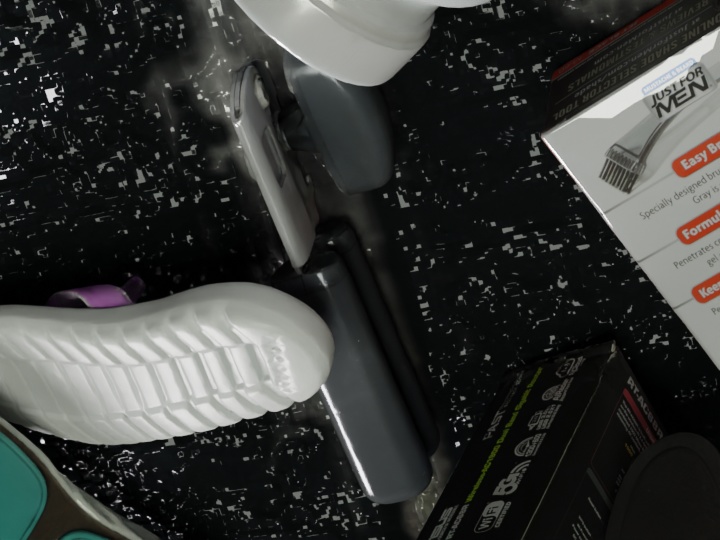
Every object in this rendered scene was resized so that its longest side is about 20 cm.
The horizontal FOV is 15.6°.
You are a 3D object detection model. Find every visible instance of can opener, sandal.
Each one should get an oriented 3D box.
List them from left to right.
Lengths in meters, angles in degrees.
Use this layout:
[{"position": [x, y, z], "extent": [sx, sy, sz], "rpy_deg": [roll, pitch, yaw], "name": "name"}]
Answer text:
[{"position": [-0.092, 0.030, 1.089], "extent": [0.202, 0.050, 0.083], "rpy_deg": [-3, 137, 33], "name": "sandal"}, {"position": [0.000, 0.000, 1.070], "extent": [0.066, 0.053, 0.201], "rpy_deg": [-15, 115, 17], "name": "can opener"}]

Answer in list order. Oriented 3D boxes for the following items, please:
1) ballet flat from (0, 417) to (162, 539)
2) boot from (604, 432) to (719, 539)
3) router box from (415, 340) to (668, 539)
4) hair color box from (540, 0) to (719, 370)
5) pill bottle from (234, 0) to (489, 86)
[{"position": [-0.145, 0.109, 1.131], "extent": [0.200, 0.070, 0.069], "rpy_deg": [36, 118, -24], "name": "ballet flat"}, {"position": [0.179, 0.171, 1.064], "extent": [0.068, 0.189, 0.200], "rpy_deg": [-30, 153, 20], "name": "boot"}, {"position": [0.104, 0.154, 1.075], "extent": [0.062, 0.150, 0.201], "rpy_deg": [-16, 115, 34], "name": "router box"}, {"position": [0.173, -0.018, 1.028], "extent": [0.111, 0.064, 0.200], "rpy_deg": [-31, 111, 23], "name": "hair color box"}, {"position": [0.037, -0.168, 0.940], "extent": [0.116, 0.117, 0.200], "rpy_deg": [37, 117, -11], "name": "pill bottle"}]
